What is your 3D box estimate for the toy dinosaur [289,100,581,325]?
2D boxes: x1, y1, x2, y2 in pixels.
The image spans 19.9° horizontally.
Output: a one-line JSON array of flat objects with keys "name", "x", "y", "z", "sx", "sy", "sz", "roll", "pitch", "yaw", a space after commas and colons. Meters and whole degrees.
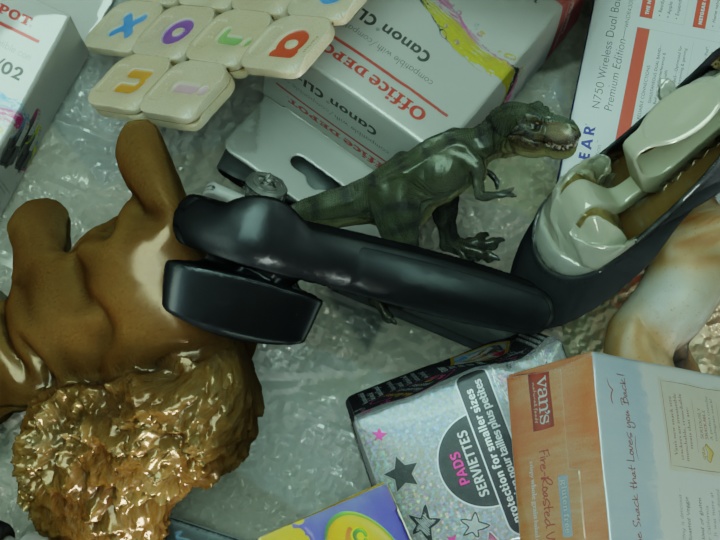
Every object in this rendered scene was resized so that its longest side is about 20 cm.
[{"name": "toy dinosaur", "x": 0.025, "y": -0.027, "z": 1.072, "sx": 0.199, "sy": 0.088, "sz": 0.048, "roll": -21, "pitch": 34, "yaw": 8}]

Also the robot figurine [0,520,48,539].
[{"name": "robot figurine", "x": -0.236, "y": 0.178, "z": 1.046, "sx": 0.199, "sy": 0.125, "sz": 0.151, "roll": 16, "pitch": 44, "yaw": 3}]

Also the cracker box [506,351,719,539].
[{"name": "cracker box", "x": 0.157, "y": 0.119, "z": 0.975, "sx": 0.058, "sy": 0.200, "sz": 0.135, "roll": -18, "pitch": 69, "yaw": 42}]

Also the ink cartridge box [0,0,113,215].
[{"name": "ink cartridge box", "x": -0.234, "y": -0.108, "z": 1.164, "sx": 0.115, "sy": 0.068, "sz": 0.201, "roll": 25, "pitch": 80, "yaw": 7}]

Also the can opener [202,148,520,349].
[{"name": "can opener", "x": 0.004, "y": -0.013, "z": 1.142, "sx": 0.199, "sy": 0.053, "sz": 0.067, "roll": 27, "pitch": 81, "yaw": 7}]

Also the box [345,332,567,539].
[{"name": "box", "x": 0.076, "y": 0.144, "z": 1.046, "sx": 0.114, "sy": 0.132, "sz": 0.201, "roll": -21, "pitch": 92, "yaw": -1}]

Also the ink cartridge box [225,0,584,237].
[{"name": "ink cartridge box", "x": 0.027, "y": -0.120, "z": 1.134, "sx": 0.116, "sy": 0.068, "sz": 0.200, "roll": 34, "pitch": 67, "yaw": 9}]

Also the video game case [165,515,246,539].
[{"name": "video game case", "x": -0.088, "y": 0.243, "z": 1.106, "sx": 0.181, "sy": 0.023, "sz": 0.201, "roll": 17, "pitch": 80, "yaw": 5}]

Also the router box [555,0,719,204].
[{"name": "router box", "x": 0.211, "y": -0.099, "z": 1.155, "sx": 0.179, "sy": 0.049, "sz": 0.201, "roll": 12, "pitch": 78, "yaw": 5}]

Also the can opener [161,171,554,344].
[{"name": "can opener", "x": 0.000, "y": 0.000, "z": 1.031, "sx": 0.199, "sy": 0.063, "sz": 0.079, "roll": 9, "pitch": 107, "yaw": -15}]

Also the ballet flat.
[{"name": "ballet flat", "x": 0.140, "y": -0.046, "z": 1.050, "sx": 0.200, "sy": 0.073, "sz": 0.073, "roll": -40, "pitch": 78, "yaw": 20}]

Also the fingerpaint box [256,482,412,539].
[{"name": "fingerpaint box", "x": 0.005, "y": 0.221, "z": 0.999, "sx": 0.073, "sy": 0.167, "sz": 0.201, "roll": -21, "pitch": 79, "yaw": -17}]

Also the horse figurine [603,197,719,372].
[{"name": "horse figurine", "x": 0.182, "y": 0.027, "z": 1.093, "sx": 0.132, "sy": 0.050, "sz": 0.201, "roll": 25, "pitch": 100, "yaw": 1}]

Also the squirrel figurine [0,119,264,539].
[{"name": "squirrel figurine", "x": -0.152, "y": 0.055, "z": 1.083, "sx": 0.186, "sy": 0.142, "sz": 0.201, "roll": -21, "pitch": 62, "yaw": 5}]

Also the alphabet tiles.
[{"name": "alphabet tiles", "x": -0.060, "y": -0.152, "z": 1.124, "sx": 0.195, "sy": 0.015, "sz": 0.200, "roll": 11, "pitch": 55, "yaw": 48}]
